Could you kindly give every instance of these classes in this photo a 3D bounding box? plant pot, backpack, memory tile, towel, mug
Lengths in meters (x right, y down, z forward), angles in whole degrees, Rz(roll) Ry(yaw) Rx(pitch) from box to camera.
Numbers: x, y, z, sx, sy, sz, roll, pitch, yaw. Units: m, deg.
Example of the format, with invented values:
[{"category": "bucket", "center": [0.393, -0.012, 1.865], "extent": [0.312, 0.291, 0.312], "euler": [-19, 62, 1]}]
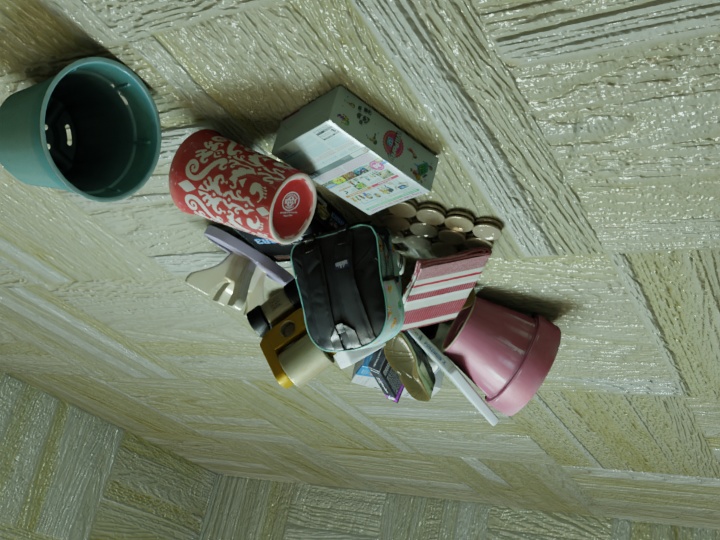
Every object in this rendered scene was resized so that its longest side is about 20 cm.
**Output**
[{"category": "plant pot", "center": [-0.435, -0.202, 1.261], "extent": [0.194, 0.203, 0.200], "euler": [3, 155, 40]}, {"category": "backpack", "center": [-0.013, 0.036, 1.429], "extent": [0.173, 0.203, 0.153], "euler": [-14, 168, 21]}, {"category": "memory tile", "center": [0.133, -0.068, 1.443], "extent": [0.197, 0.017, 0.154], "euler": [15, 155, -1]}, {"category": "towel", "center": [0.138, 0.035, 1.486], "extent": [0.142, 0.023, 0.201], "euler": [-10, 147, -23]}, {"category": "plant pot", "center": [0.265, 0.150, 1.653], "extent": [0.178, 0.201, 0.200], "euler": [32, 154, -2]}, {"category": "mug", "center": [-0.161, -0.135, 1.283], "extent": [0.198, 0.177, 0.135], "euler": [22, 140, 32]}]

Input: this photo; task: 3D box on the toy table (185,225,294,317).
[{"category": "toy table", "center": [-0.237, 0.015, 1.644], "extent": [0.198, 0.118, 0.184], "euler": [30, 170, -9]}]

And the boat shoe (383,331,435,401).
[{"category": "boat shoe", "center": [0.106, 0.189, 1.783], "extent": [0.072, 0.065, 0.202], "euler": [2, 131, 32]}]

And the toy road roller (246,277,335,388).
[{"category": "toy road roller", "center": [-0.107, 0.126, 1.567], "extent": [0.122, 0.201, 0.146], "euler": [-35, 145, 6]}]

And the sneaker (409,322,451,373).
[{"category": "sneaker", "center": [0.145, 0.153, 1.849], "extent": [0.114, 0.081, 0.200], "euler": [23, 147, -12]}]

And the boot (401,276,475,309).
[{"category": "boot", "center": [0.108, 0.051, 1.643], "extent": [0.197, 0.074, 0.155], "euler": [-4, 173, -15]}]

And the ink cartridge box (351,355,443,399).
[{"category": "ink cartridge box", "center": [0.091, 0.239, 2.038], "extent": [0.197, 0.087, 0.147], "euler": [17, 156, -5]}]

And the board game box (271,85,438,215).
[{"category": "board game box", "center": [-0.007, -0.169, 1.243], "extent": [0.199, 0.065, 0.147], "euler": [31, 151, -31]}]

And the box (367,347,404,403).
[{"category": "box", "center": [0.078, 0.191, 1.870], "extent": [0.036, 0.144, 0.201], "euler": [18, 158, 22]}]

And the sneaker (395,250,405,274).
[{"category": "sneaker", "center": [0.000, 0.000, 1.587], "extent": [0.087, 0.077, 0.198], "euler": [27, 156, -37]}]

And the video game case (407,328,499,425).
[{"category": "video game case", "center": [0.186, 0.209, 1.715], "extent": [0.200, 0.022, 0.182], "euler": [49, 178, -38]}]

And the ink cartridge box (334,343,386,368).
[{"category": "ink cartridge box", "center": [-0.036, 0.098, 1.711], "extent": [0.083, 0.177, 0.200], "euler": [-28, 176, -10]}]

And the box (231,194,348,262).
[{"category": "box", "center": [-0.131, -0.084, 1.510], "extent": [0.198, 0.050, 0.198], "euler": [-3, 150, 34]}]
